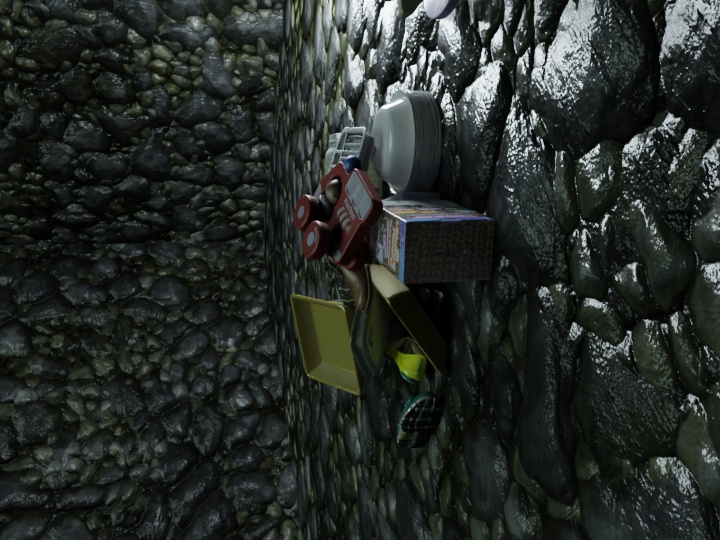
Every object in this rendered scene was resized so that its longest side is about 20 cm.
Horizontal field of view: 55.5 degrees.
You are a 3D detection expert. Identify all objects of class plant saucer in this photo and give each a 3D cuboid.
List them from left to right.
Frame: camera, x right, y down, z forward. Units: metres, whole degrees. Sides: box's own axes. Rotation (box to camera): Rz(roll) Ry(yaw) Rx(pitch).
[{"bbox_3d":[-0.063,0.152,1.506,0.197,0.048,0.206,10,115,49],"label":"plant saucer"},{"bbox_3d":[0.092,0.079,1.324,0.202,0.048,0.200,54,180,-25],"label":"plant saucer"}]

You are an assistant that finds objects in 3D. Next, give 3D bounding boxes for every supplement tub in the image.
[{"bbox_3d":[-0.016,-0.223,1.663,0.145,0.140,0.207,-167,76,-74],"label":"supplement tub"}]

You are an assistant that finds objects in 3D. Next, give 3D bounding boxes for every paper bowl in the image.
[{"bbox_3d":[0.084,-0.254,1.366,0.200,0.101,0.208,179,90,-74],"label":"paper bowl"}]

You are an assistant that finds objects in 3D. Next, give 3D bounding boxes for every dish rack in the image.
[{"bbox_3d":[-0.022,-0.206,1.424,0.200,0.042,0.177,-146,74,-72],"label":"dish rack"},{"bbox_3d":[0.031,0.110,1.447,0.173,0.042,0.205,68,-150,-53],"label":"dish rack"}]

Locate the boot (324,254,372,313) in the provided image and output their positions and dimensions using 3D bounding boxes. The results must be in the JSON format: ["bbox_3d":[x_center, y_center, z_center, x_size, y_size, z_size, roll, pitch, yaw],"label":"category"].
[{"bbox_3d":[-0.027,0.000,1.317,0.203,0.073,0.075,-109,33,-41],"label":"boot"}]

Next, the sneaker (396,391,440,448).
[{"bbox_3d":[0.108,0.291,1.388,0.202,0.075,0.082,110,163,-54],"label":"sneaker"}]

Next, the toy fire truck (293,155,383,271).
[{"bbox_3d":[-0.031,-0.110,1.236,0.170,0.110,0.202,-56,36,27],"label":"toy fire truck"}]

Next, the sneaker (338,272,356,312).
[{"bbox_3d":[0.000,0.000,1.492,0.077,0.088,0.207,-3,100,54],"label":"sneaker"}]

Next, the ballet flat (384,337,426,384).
[{"bbox_3d":[0.099,0.178,1.442,0.200,0.065,0.069,-142,73,-76],"label":"ballet flat"}]

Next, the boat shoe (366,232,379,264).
[{"bbox_3d":[0.000,-0.103,1.437,0.076,0.071,0.206,115,151,-59],"label":"boat shoe"}]

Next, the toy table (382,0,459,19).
[{"bbox_3d":[0.113,-0.529,1.208,0.201,0.113,0.189,121,144,-62],"label":"toy table"}]

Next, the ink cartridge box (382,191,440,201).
[{"bbox_3d":[0.091,-0.074,1.392,0.200,0.081,0.150,177,92,-75],"label":"ink cartridge box"}]

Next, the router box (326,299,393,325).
[{"bbox_3d":[-0.040,0.106,1.640,0.197,0.154,0.054,3,95,51],"label":"router box"}]

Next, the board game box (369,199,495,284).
[{"bbox_3d":[0.115,-0.055,1.162,0.200,0.154,0.100,-135,45,-69],"label":"board game box"}]
